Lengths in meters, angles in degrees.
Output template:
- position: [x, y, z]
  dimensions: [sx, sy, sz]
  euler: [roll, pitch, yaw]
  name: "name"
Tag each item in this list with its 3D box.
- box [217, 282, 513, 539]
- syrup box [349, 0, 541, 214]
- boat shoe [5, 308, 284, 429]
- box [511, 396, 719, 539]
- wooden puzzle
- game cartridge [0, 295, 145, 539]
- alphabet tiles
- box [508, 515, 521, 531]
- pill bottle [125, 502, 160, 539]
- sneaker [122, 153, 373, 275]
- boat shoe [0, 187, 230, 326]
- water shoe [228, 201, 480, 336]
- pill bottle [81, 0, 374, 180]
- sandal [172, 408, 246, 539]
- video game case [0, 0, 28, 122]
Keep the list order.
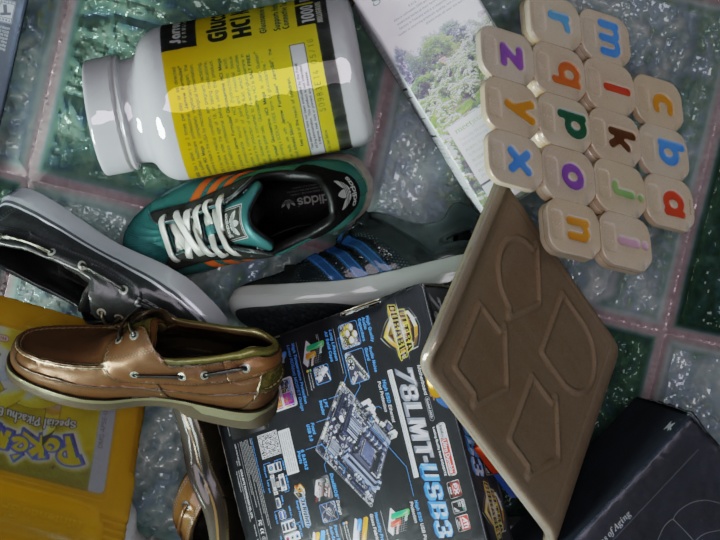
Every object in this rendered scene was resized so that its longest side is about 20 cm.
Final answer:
- position: [-0.003, 0.132, 1.411]
  dimensions: [0.197, 0.050, 0.202]
  euler: [-21, 77, 27]
  name: "box"
- position: [0.071, -0.143, 1.435]
  dimensions: [0.078, 0.081, 0.201]
  euler: [-32, 94, 1]
  name: "syrup box"
- position: [-0.152, 0.057, 1.394]
  dimensions: [0.198, 0.072, 0.068]
  euler: [6, 127, -3]
  name: "boat shoe"
- position: [0.217, 0.235, 1.424]
  dimensions: [0.200, 0.124, 0.197]
  euler: [-44, 101, -6]
  name: "box"
- position: [0.107, 0.062, 1.378]
  dimensions: [0.046, 0.186, 0.201]
  euler: [-10, 128, 34]
  name: "wooden puzzle"
- position: [-0.243, 0.114, 1.401]
  dimensions: [0.175, 0.032, 0.201]
  euler: [16, 51, -16]
  name: "game cartridge"
- position: [0.160, -0.098, 1.406]
  dimensions: [0.194, 0.015, 0.202]
  euler: [11, 65, -33]
  name: "alphabet tiles"
- position: [0.037, 0.279, 1.490]
  dimensions: [0.198, 0.041, 0.157]
  euler: [-9, 95, 1]
  name: "box"
- position: [-0.238, 0.190, 1.446]
  dimensions: [0.199, 0.112, 0.113]
  euler: [34, 94, -2]
  name: "pill bottle"
- position: [-0.092, -0.040, 1.430]
  dimensions: [0.198, 0.080, 0.072]
  euler: [-17, 94, 17]
  name: "sneaker"
- position: [-0.190, 0.014, 1.448]
  dimensions: [0.199, 0.069, 0.057]
  euler: [31, 59, 4]
  name: "boat shoe"
- position: [0.000, 0.000, 1.463]
  dimensions: [0.198, 0.072, 0.080]
  euler: [-7, 62, 7]
  name: "water shoe"
- position: [-0.096, -0.129, 1.420]
  dimensions: [0.198, 0.112, 0.114]
  euler: [-11, 95, 0]
  name: "pill bottle"
- position: [-0.116, 0.171, 1.465]
  dimensions: [0.054, 0.082, 0.202]
  euler: [-14, 94, 20]
  name: "sandal"
- position: [-0.333, -0.122, 1.431]
  dimensions: [0.142, 0.019, 0.202]
  euler: [12, 109, -14]
  name: "video game case"
